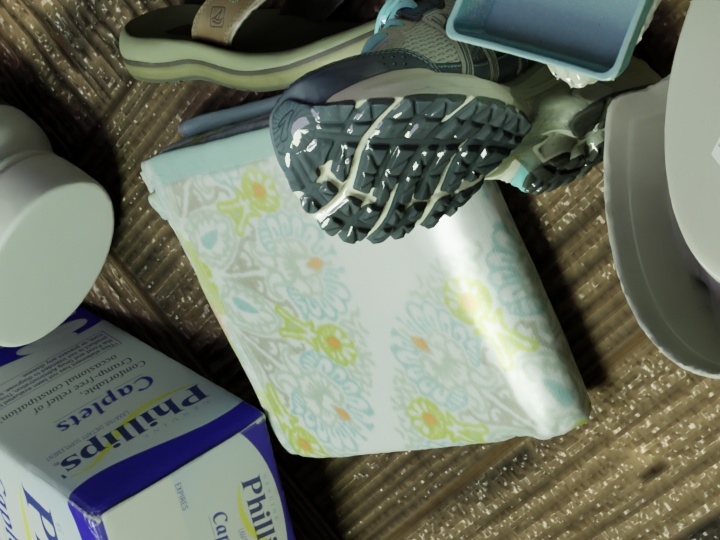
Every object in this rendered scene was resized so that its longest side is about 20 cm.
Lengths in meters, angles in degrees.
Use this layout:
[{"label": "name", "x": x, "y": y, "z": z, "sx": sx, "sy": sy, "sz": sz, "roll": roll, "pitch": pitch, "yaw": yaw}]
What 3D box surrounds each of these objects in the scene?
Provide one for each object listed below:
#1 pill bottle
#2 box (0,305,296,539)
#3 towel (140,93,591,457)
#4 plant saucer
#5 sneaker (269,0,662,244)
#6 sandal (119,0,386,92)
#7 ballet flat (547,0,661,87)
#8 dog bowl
[{"label": "pill bottle", "x": -0.228, "y": -0.050, "z": 1.249, "sx": 0.199, "sy": 0.113, "sz": 0.114, "roll": 32, "pitch": 137, "yaw": 25}, {"label": "box", "x": -0.121, "y": 0.142, "z": 1.257, "sx": 0.200, "sy": 0.105, "sz": 0.185, "roll": 24, "pitch": 135, "yaw": 51}, {"label": "towel", "x": 0.000, "y": 0.000, "z": 1.104, "sx": 0.199, "sy": 0.048, "sz": 0.172, "roll": -10, "pitch": 113, "yaw": 49}, {"label": "plant saucer", "x": 0.094, "y": -0.160, "z": 0.806, "sx": 0.070, "sy": 0.019, "sz": 0.201, "roll": 19, "pitch": 87, "yaw": 36}, {"label": "sneaker", "x": 0.025, "y": -0.069, "z": 0.910, "sx": 0.086, "sy": 0.199, "sz": 0.078, "roll": 53, "pitch": 123, "yaw": 20}, {"label": "sandal", "x": -0.036, "y": -0.110, "z": 1.037, "sx": 0.200, "sy": 0.080, "sz": 0.058, "roll": 6, "pitch": 108, "yaw": 44}, {"label": "ballet flat", "x": 0.042, "y": -0.136, "z": 0.893, "sx": 0.072, "sy": 0.071, "sz": 0.200, "roll": 98, "pitch": 150, "yaw": -42}, {"label": "dog bowl", "x": 0.155, "y": -0.060, "z": 0.792, "sx": 0.200, "sy": 0.058, "sz": 0.201, "roll": -41, "pitch": 43, "yaw": 54}]
